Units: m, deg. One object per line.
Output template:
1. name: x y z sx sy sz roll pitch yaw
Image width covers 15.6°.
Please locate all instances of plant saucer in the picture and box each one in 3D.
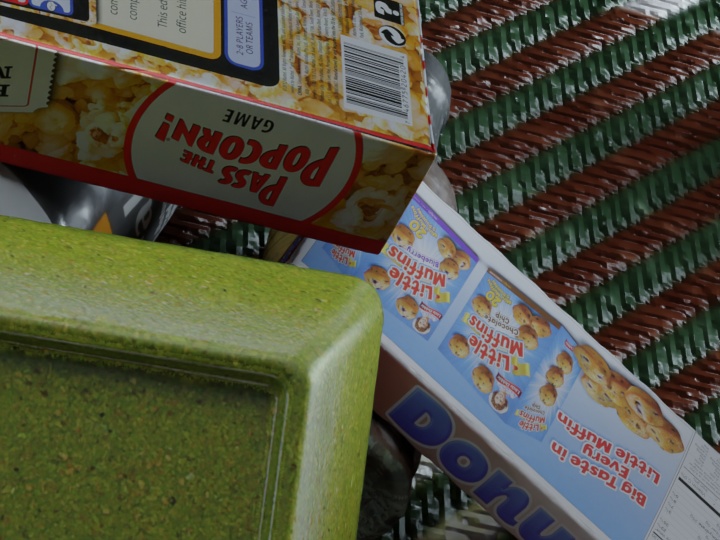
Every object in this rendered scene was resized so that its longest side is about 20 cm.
1. plant saucer: -0.093 0.082 0.656 0.199 0.048 0.201 10 81 -15

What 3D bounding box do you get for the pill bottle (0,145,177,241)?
1. pill bottle: -0.120 -0.023 0.784 0.116 0.117 0.200 26 42 2

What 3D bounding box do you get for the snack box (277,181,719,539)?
1. snack box: 0.060 0.050 0.792 0.200 0.024 0.072 42 40 -5

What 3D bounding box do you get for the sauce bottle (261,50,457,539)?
1. sauce bottle: 0.000 0.000 0.855 0.064 0.065 0.201 20 42 -5

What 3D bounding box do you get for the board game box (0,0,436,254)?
1. board game box: -0.081 -0.095 0.752 0.199 0.046 0.152 14 44 -18
